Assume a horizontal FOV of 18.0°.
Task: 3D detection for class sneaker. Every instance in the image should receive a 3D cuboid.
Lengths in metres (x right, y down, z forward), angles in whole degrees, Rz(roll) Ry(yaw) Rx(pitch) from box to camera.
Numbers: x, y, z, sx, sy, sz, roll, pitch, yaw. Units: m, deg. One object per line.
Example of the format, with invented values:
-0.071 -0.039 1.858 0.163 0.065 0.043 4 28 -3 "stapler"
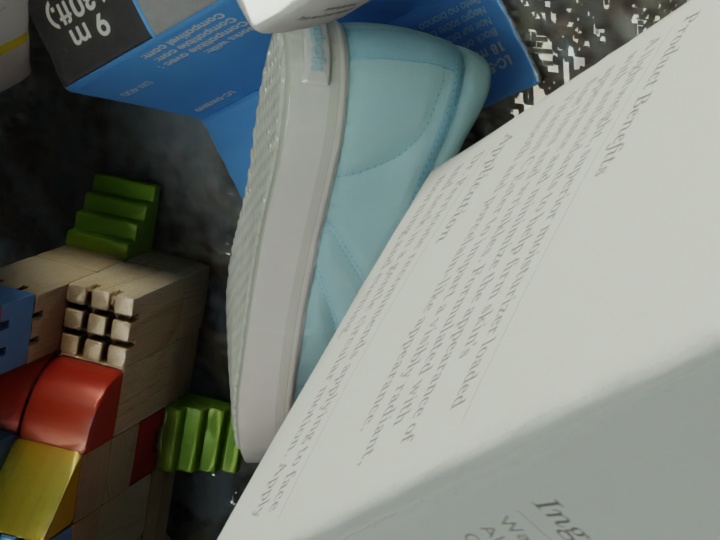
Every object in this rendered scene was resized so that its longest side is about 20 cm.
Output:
0.000 0.000 0.765 0.082 0.074 0.200 4 142 -9 "sneaker"

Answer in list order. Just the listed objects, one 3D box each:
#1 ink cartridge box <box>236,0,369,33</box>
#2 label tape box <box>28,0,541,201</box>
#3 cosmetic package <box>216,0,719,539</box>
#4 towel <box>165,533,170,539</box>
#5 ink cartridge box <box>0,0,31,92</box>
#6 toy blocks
0.032 -0.177 0.624 0.200 0.084 0.146 -28 91 19 "ink cartridge box"
-0.049 -0.122 0.755 0.144 0.063 0.200 -23 93 40 "label tape box"
0.101 0.041 0.537 0.165 0.165 0.200 41 142 -14 "cosmetic package"
-0.140 0.113 0.933 0.132 0.034 0.200 -35 87 41 "towel"
-0.169 -0.127 0.725 0.145 0.083 0.200 65 170 2 "ink cartridge box"
-0.112 0.075 0.807 0.100 0.137 0.200 13 103 15 "toy blocks"
